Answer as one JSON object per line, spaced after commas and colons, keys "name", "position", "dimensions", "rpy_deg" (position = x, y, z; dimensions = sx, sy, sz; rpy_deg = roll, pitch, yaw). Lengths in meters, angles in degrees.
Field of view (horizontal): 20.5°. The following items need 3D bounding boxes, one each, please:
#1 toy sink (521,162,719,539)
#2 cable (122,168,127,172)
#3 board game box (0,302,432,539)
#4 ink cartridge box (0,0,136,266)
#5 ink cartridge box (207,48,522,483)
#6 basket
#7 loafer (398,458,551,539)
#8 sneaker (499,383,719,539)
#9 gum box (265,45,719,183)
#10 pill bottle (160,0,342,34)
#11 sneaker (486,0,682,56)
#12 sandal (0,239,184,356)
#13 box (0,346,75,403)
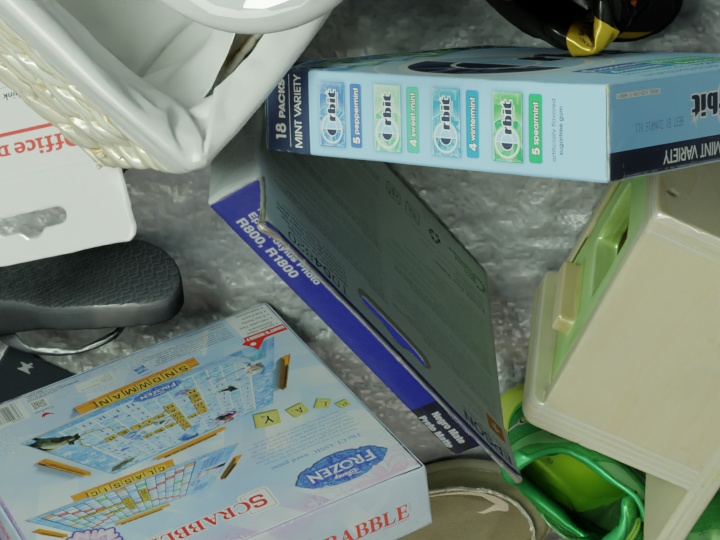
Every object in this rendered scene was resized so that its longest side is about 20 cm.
{"name": "toy sink", "position": [0.157, 0.030, 1.058], "dimensions": [0.112, 0.131, 0.200], "rpy_deg": [22, 124, -4]}
{"name": "cable", "position": [-0.116, -0.103, 1.066], "dimensions": [0.199, 0.050, 0.097], "rpy_deg": [-21, 110, 23]}
{"name": "board game box", "position": [-0.095, 0.108, 1.064], "dimensions": [0.199, 0.199, 0.041], "rpy_deg": [-21, 123, -18]}
{"name": "ink cartridge box", "position": [-0.175, -0.108, 1.023], "dimensions": [0.116, 0.068, 0.201], "rpy_deg": [-10, 96, 16]}
{"name": "ink cartridge box", "position": [0.000, 0.000, 1.013], "dimensions": [0.041, 0.200, 0.200], "rpy_deg": [-36, 115, 17]}
{"name": "basket", "position": [-0.126, -0.153, 0.911], "dimensions": [0.200, 0.136, 0.123], "rpy_deg": [44, 161, -21]}
{"name": "loafer", "position": [0.019, 0.167, 1.204], "dimensions": [0.199, 0.068, 0.076], "rpy_deg": [-11, 120, 16]}
{"name": "sneaker", "position": [0.155, 0.144, 1.156], "dimensions": [0.200, 0.084, 0.074], "rpy_deg": [30, 123, -12]}
{"name": "gum box", "position": [0.084, -0.078, 0.932], "dimensions": [0.199, 0.170, 0.045], "rpy_deg": [7, 103, 43]}
{"name": "pill bottle", "position": [-0.031, -0.184, 0.799], "dimensions": [0.108, 0.200, 0.109], "rpy_deg": [5, 123, 7]}
{"name": "sneaker", "position": [0.101, -0.129, 0.939], "dimensions": [0.070, 0.090, 0.200], "rpy_deg": [-34, 151, 23]}
{"name": "sandal", "position": [-0.186, 0.021, 1.150], "dimensions": [0.199, 0.076, 0.043], "rpy_deg": [-4, 120, 25]}
{"name": "box", "position": [-0.193, 0.170, 1.223], "dimensions": [0.147, 0.104, 0.200], "rpy_deg": [23, 124, -4]}
